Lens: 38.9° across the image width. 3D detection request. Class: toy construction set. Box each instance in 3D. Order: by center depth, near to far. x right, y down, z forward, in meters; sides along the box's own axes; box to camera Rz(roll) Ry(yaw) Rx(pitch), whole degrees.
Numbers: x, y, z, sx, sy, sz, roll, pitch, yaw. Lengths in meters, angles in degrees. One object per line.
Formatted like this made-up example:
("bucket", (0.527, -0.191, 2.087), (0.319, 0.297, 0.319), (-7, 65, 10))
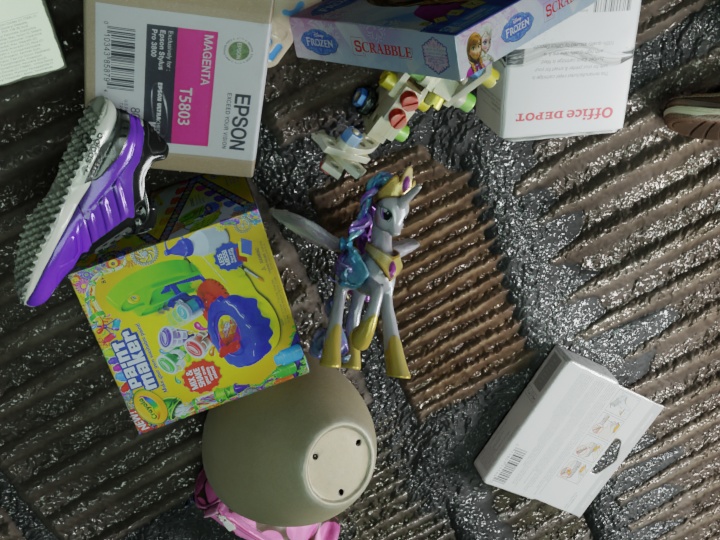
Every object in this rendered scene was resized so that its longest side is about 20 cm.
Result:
("toy construction set", (0.041, -0.165, 1.006), (0.199, 0.132, 0.092), (-37, 126, 19))

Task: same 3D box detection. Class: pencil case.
("pencil case", (-0.111, 0.298, 1.236), (0.091, 0.094, 0.200), (-38, 122, 21))

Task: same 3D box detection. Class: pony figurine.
("pony figurine", (0.000, 0.000, 1.040), (0.165, 0.192, 0.203), (9, 85, -28))

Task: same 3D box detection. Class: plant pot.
("plant pot", (-0.057, 0.198, 1.133), (0.198, 0.134, 0.203), (-5, 99, -34))

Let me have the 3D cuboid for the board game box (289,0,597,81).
("board game box", (0.073, -0.233, 0.907), (0.199, 0.198, 0.042), (-35, 126, -34))

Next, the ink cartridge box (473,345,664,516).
("ink cartridge box", (0.273, 0.216, 1.344), (0.175, 0.045, 0.201), (24, 108, -26))

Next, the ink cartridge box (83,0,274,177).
("ink cartridge box", (-0.166, -0.189, 0.928), (0.163, 0.076, 0.201), (5, 133, -9))

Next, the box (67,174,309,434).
("box", (-0.177, 0.028, 1.055), (0.191, 0.122, 0.202), (-20, 121, -6))

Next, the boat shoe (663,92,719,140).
("boat shoe", (0.444, -0.192, 1.178), (0.200, 0.075, 0.076), (4, 81, -12))

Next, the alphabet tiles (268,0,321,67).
("alphabet tiles", (-0.139, -0.263, 0.920), (0.198, 0.015, 0.196), (24, 128, -27))

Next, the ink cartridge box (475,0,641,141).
("ink cartridge box", (0.202, -0.246, 1.050), (0.143, 0.084, 0.202), (-6, 118, -14))

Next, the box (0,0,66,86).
("box", (-0.323, -0.267, 0.880), (0.081, 0.069, 0.202), (-16, 120, -9))

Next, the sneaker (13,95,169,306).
("sneaker", (-0.235, -0.046, 0.920), (0.099, 0.070, 0.201), (23, 101, -35))
